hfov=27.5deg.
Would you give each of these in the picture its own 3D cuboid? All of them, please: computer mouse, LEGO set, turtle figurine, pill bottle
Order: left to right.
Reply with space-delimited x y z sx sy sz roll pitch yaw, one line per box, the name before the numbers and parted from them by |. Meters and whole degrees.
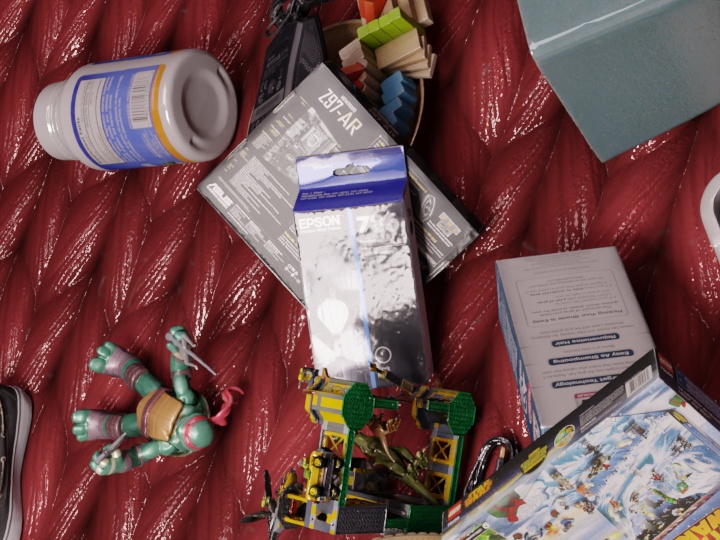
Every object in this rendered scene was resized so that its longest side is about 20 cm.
pill bottle | -0.232 -0.159 1.489 0.199 0.112 0.113 -2 72 35
turtle figurine | -0.192 0.131 1.361 0.200 0.101 0.150 9 63 52
computer mouse | -0.054 -0.178 1.353 0.138 0.053 0.201 -15 60 61
LEGO set | -0.008 0.148 1.182 0.115 0.199 0.155 6 95 41
computer mouse | 0.097 0.229 1.163 0.058 0.034 0.201 -6 69 34

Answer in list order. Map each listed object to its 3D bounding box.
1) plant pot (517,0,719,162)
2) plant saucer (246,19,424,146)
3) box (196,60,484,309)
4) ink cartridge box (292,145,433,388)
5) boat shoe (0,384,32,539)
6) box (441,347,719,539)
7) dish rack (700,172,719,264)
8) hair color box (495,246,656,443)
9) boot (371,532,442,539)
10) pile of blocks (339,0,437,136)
plant pot | 0.235 -0.237 1.147 0.199 0.196 0.197 -19 62 19
plant saucer | -0.018 -0.136 1.377 0.199 0.035 0.201 -13 65 30
box | -0.018 -0.055 1.273 0.160 0.044 0.200 -43 90 15
ink cartridge box | 0.000 0.000 1.238 0.099 0.039 0.201 -7 98 13
boat shoe | -0.379 0.210 1.482 0.070 0.066 0.201 -3 71 34
box | 0.171 0.159 0.995 0.200 0.137 0.040 -42 19 25
dish rack | 0.353 -0.008 1.066 0.171 0.043 0.201 -27 59 24
hair color box | 0.164 0.066 1.088 0.099 0.061 0.200 -7 35 0
boot | 0.082 0.287 1.089 0.199 0.072 0.167 7 68 9
pile of blocks | 0.014 -0.176 1.308 0.082 0.062 0.201 1 73 35
